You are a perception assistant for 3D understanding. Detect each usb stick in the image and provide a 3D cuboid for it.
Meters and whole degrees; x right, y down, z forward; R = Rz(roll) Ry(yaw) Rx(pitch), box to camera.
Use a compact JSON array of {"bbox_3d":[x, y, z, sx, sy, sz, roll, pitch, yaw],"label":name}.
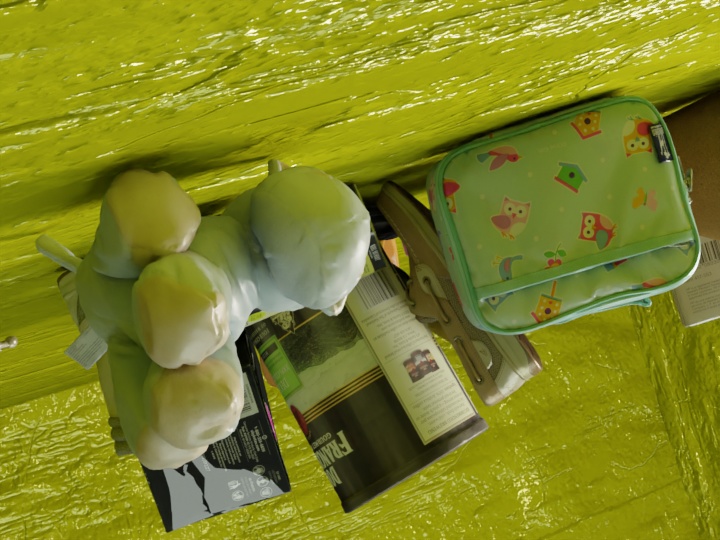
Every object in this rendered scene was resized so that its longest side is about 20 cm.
[{"bbox_3d":[0.003,-0.044,1.339,0.055,0.033,0.200,-26,174,20],"label":"usb stick"}]

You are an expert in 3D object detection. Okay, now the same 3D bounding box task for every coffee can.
[{"bbox_3d":[0.001,0.088,1.277,0.145,0.201,0.146,-30,173,-4],"label":"coffee can"}]

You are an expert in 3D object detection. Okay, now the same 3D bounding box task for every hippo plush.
[{"bbox_3d":[-0.072,0.019,0.844,0.159,0.161,0.200,-15,175,-27],"label":"hippo plush"}]

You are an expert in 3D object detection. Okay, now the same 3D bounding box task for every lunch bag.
[{"bbox_3d":[0.161,-0.038,1.125,0.197,0.162,0.077,-16,177,-4],"label":"lunch bag"}]

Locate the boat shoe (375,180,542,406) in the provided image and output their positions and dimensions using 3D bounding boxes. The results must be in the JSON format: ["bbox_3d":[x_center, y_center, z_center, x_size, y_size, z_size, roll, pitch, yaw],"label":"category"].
[{"bbox_3d":[0.066,0.017,1.192,0.064,0.201,0.071,-38,168,12],"label":"boat shoe"}]

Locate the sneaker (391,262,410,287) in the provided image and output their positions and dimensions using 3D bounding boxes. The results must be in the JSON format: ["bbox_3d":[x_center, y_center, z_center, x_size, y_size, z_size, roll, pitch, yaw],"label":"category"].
[{"bbox_3d":[0.000,0.000,1.422,0.113,0.077,0.198,-21,-162,-39],"label":"sneaker"}]

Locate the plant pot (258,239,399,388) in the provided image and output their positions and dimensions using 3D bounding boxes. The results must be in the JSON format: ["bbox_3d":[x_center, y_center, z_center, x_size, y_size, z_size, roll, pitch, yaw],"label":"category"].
[{"bbox_3d":[-0.033,0.058,1.600,0.138,0.203,0.200,-2,179,9],"label":"plant pot"}]

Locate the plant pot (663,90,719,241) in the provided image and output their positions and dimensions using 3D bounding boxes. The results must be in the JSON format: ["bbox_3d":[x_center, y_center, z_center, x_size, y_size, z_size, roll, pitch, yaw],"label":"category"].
[{"bbox_3d":[0.358,-0.095,1.315,0.198,0.189,0.186,-4,-175,34],"label":"plant pot"}]

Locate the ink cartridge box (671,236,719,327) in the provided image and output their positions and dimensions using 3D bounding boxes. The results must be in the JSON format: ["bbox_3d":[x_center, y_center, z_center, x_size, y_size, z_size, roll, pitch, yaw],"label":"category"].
[{"bbox_3d":[0.363,-0.062,1.461,0.145,0.203,0.086,-17,178,10],"label":"ink cartridge box"}]

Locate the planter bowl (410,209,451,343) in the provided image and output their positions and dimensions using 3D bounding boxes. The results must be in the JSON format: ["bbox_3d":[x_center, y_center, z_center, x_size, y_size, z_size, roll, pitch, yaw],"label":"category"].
[{"bbox_3d":[0.094,-0.001,1.338,0.082,0.203,0.200,1,-178,15],"label":"planter bowl"}]

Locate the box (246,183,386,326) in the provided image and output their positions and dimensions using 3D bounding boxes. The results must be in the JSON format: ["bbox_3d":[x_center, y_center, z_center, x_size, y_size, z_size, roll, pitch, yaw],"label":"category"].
[{"bbox_3d":[-0.081,0.002,1.171,0.198,0.051,0.075,-24,156,1],"label":"box"}]

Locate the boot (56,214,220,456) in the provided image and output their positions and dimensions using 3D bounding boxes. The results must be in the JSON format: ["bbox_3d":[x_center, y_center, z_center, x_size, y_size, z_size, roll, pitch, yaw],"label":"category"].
[{"bbox_3d":[-0.131,0.049,1.067,0.199,0.157,0.072,-20,176,38],"label":"boot"}]

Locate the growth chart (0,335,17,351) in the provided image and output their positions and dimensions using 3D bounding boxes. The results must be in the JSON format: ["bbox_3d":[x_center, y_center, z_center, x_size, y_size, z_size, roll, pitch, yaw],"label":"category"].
[{"bbox_3d":[-0.464,0.110,1.530,0.144,0.018,0.199,-14,175,-42],"label":"growth chart"}]

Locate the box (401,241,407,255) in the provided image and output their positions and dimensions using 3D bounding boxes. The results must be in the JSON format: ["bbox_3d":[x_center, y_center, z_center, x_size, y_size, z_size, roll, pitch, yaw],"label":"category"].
[{"bbox_3d":[0.150,-0.064,1.703,0.136,0.040,0.199,-20,176,32],"label":"box"}]

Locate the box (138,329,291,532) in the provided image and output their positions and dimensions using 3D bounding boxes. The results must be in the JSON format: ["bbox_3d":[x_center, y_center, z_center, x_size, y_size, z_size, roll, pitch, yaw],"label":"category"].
[{"bbox_3d":[-0.152,0.110,1.350,0.123,0.150,0.201,-17,-150,-4],"label":"box"}]
